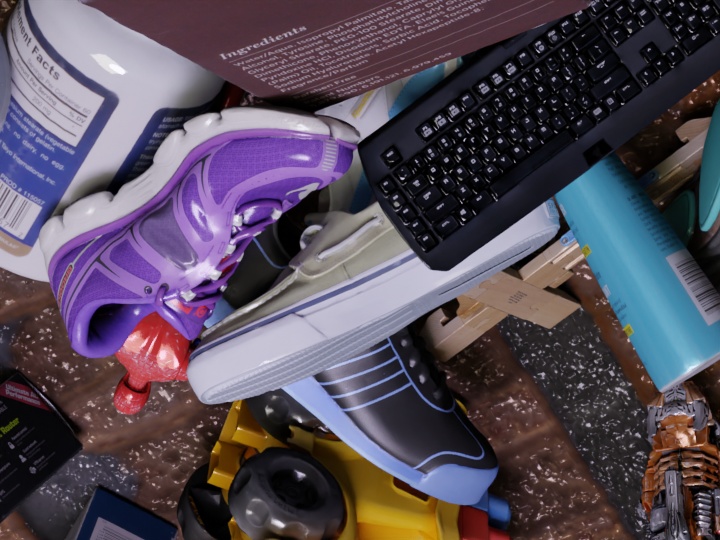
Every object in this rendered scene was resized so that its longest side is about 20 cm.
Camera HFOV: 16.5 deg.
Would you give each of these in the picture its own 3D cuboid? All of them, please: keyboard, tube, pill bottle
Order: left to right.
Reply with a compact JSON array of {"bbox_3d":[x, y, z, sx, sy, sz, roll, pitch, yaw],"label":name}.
[{"bbox_3d":[-0.133,-0.098,1.269,0.111,0.111,0.200,31,123,-8],"label":"pill bottle"},{"bbox_3d":[0.085,-0.096,1.177,0.200,0.040,0.104,-37,86,-6],"label":"keyboard"},{"bbox_3d":[0.117,-0.038,1.222,0.050,0.077,0.200,-31,81,4],"label":"tube"}]

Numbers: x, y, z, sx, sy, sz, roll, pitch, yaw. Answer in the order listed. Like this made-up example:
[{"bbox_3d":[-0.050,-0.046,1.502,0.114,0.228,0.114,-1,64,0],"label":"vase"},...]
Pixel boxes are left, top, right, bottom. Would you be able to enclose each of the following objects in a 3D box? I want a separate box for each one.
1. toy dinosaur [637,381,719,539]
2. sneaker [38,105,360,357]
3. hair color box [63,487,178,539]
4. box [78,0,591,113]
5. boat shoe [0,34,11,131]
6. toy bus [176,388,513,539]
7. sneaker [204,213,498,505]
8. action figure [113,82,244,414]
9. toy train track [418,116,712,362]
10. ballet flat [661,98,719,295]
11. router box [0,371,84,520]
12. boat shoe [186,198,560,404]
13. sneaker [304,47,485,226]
[{"bbox_3d":[0.182,0.166,1.347,0.102,0.136,0.201,13,83,22],"label":"toy dinosaur"},{"bbox_3d":[-0.073,-0.015,1.207,0.081,0.084,0.200,12,146,-44],"label":"sneaker"},{"bbox_3d":[-0.186,0.238,1.501,0.060,0.100,0.200,28,124,-8],"label":"hair color box"},{"bbox_3d":[-0.020,-0.189,1.101,0.164,0.166,0.200,-18,161,22],"label":"box"},{"bbox_3d":[-0.245,-0.119,1.258,0.202,0.074,0.086,56,138,24],"label":"boat shoe"},{"bbox_3d":[0.002,0.151,1.353,0.192,0.200,0.136,23,127,-12],"label":"toy bus"},{"bbox_3d":[0.004,0.040,1.286,0.200,0.070,0.078,37,107,-12],"label":"sneaker"},{"bbox_3d":[-0.084,-0.015,1.348,0.065,0.099,0.200,26,102,-1],"label":"action figure"},{"bbox_3d":[0.108,-0.022,1.301,0.200,0.033,0.115,-37,152,19],"label":"toy train track"},{"bbox_3d":[0.190,-0.032,1.245,0.068,0.068,0.200,8,154,-7],"label":"ballet flat"},{"bbox_3d":[-0.263,0.154,1.405,0.062,0.200,0.150,48,119,-1],"label":"router box"},{"bbox_3d":[0.000,0.000,1.223,0.200,0.072,0.062,-27,77,-4],"label":"boat shoe"},{"bbox_3d":[0.018,-0.091,1.263,0.081,0.077,0.200,14,122,8],"label":"sneaker"}]
